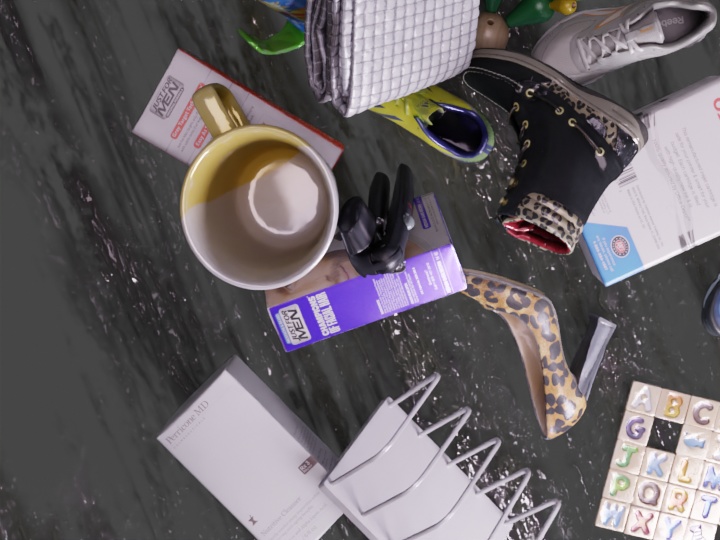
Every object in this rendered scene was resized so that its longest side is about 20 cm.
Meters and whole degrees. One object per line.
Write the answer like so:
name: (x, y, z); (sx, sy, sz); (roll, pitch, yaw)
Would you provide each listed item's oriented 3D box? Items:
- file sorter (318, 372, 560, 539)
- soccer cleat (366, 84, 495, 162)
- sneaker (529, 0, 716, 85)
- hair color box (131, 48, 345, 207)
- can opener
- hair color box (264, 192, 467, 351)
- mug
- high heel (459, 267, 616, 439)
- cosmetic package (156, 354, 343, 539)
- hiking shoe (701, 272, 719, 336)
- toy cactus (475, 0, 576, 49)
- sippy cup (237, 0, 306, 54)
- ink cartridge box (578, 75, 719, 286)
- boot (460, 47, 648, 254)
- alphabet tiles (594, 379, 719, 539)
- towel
file sorter: (0.089, 0.230, 1.438); (0.200, 0.139, 0.124); (46, 141, -6)
soccer cleat: (0.051, -0.176, 1.431); (0.199, 0.084, 0.065); (29, 98, -3)
sneaker: (0.267, -0.240, 1.415); (0.198, 0.092, 0.076); (-21, 97, 4)
hair color box: (-0.125, -0.137, 1.450); (0.199, 0.061, 0.102); (31, 98, -5)
can opener: (0.027, -0.056, 1.393); (0.063, 0.200, 0.079); (-7, 116, 17)
hair color box: (0.000, 0.000, 1.438); (0.198, 0.110, 0.065); (-21, 123, 4)
mug: (-0.084, -0.084, 1.346); (0.148, 0.153, 0.189); (3, 97, 8)
high heel: (0.161, 0.087, 1.471); (0.198, 0.071, 0.144); (23, 92, -12)
cosmetic package: (-0.108, 0.201, 1.488); (0.200, 0.081, 0.113); (43, 98, -6)
hiking shoe: (0.446, 0.005, 1.450); (0.199, 0.087, 0.075); (-34, 96, 5)
toy cactus: (0.141, -0.276, 1.420); (0.198, 0.102, 0.167); (6, 108, -9)
sippy cup: (-0.053, -0.302, 1.366); (0.138, 0.130, 0.180); (6, 92, 32)
ink cartridge box: (0.309, -0.094, 1.439); (0.198, 0.084, 0.147); (-24, 96, 4)
boot: (0.161, -0.120, 1.365); (0.202, 0.074, 0.155); (28, 74, 16)
alphabet tiles: (0.372, 0.223, 1.523); (0.198, 0.008, 0.169); (13, 98, -1)
towel: (0.028, -0.265, 1.320); (0.164, 0.085, 0.202); (-22, 130, -30)
